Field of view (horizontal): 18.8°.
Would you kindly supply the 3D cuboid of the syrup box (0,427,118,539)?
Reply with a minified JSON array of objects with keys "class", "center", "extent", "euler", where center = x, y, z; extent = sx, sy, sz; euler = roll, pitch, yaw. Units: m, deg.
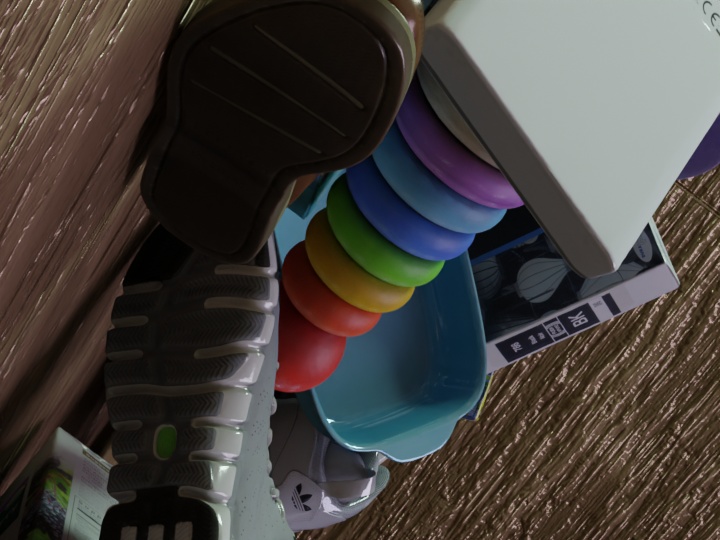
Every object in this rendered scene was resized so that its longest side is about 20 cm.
[{"class":"syrup box","center":[-0.136,0.151,0.972],"extent":[0.079,0.081,0.200],"euler":[-49,-167,9]}]

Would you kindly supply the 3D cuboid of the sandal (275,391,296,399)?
[{"class":"sandal","center":[-0.013,0.064,1.302],"extent":[0.200,0.045,0.075],"euler":[-48,-176,23]}]

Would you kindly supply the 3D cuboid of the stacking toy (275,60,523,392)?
[{"class":"stacking toy","center":[0.007,-0.017,1.002],"extent":[0.200,0.085,0.085],"euler":[-48,-178,28]}]

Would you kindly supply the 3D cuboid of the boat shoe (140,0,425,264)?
[{"class":"boat shoe","center":[-0.025,-0.070,0.735],"extent":[0.068,0.072,0.200],"euler":[-58,-170,-25]}]

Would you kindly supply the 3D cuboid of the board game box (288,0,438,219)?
[{"class":"board game box","center":[0.007,-0.113,0.982],"extent":[0.151,0.047,0.200],"euler":[-54,178,-10]}]

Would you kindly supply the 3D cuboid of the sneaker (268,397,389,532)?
[{"class":"sneaker","center":[-0.047,0.095,1.207],"extent":[0.114,0.076,0.200],"euler":[-17,-159,2]}]

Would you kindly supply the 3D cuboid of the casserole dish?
[{"class":"casserole dish","center":[0.000,0.000,1.128],"extent":[0.121,0.202,0.039],"euler":[-17,-173,-37]}]

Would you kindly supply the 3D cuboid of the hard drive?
[{"class":"hard drive","center":[0.112,-0.111,0.949],"extent":[0.026,0.132,0.200],"euler":[-15,-151,48]}]

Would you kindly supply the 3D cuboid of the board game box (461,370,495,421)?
[{"class":"board game box","center":[0.073,-0.036,1.347],"extent":[0.200,0.061,0.201],"euler":[-92,-160,-75]}]

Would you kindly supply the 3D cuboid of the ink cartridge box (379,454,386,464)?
[{"class":"ink cartridge box","center":[-0.088,0.139,1.436],"extent":[0.200,0.083,0.146],"euler":[-38,-170,-7]}]

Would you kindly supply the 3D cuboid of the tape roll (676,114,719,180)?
[{"class":"tape roll","center":[0.128,-0.146,1.118],"extent":[0.085,0.199,0.200],"euler":[-52,178,-26]}]

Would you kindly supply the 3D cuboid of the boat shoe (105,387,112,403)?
[{"class":"boat shoe","center":[-0.060,0.017,1.187],"extent":[0.062,0.075,0.200],"euler":[-9,-154,45]}]

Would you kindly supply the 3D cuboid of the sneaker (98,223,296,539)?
[{"class":"sneaker","center":[-0.062,0.075,0.955],"extent":[0.116,0.074,0.202],"euler":[49,46,-58]}]

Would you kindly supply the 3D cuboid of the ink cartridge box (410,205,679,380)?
[{"class":"ink cartridge box","center":[0.067,0.003,1.204],"extent":[0.199,0.100,0.039],"euler":[-26,150,11]}]
